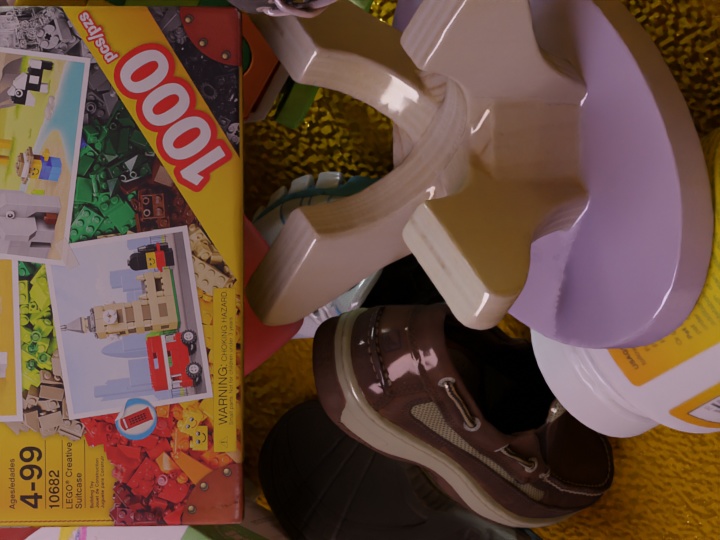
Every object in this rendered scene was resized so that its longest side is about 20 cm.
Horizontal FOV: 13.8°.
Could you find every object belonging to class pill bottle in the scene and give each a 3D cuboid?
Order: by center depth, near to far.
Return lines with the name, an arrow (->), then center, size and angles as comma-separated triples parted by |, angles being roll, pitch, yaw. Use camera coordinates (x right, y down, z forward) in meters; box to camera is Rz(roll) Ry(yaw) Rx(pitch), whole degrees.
pill bottle -> 0.160, -0.004, 1.203 | 0.109, 0.109, 0.200 | 48, 135, -9

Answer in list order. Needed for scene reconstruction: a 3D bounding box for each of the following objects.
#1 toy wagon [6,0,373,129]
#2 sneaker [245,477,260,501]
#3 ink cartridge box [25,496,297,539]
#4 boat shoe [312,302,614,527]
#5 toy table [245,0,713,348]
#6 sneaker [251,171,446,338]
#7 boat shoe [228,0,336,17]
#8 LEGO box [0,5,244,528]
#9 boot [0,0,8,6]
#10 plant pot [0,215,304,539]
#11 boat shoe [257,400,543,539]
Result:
toy wagon -> -0.087, -0.113, 1.299 | 0.155, 0.040, 0.200 | 25, 135, -7
sneaker -> -0.149, 0.137, 1.520 | 0.200, 0.070, 0.100 | -41, 87, 19
ink cartridge box -> -0.130, 0.111, 1.411 | 0.200, 0.117, 0.067 | 30, 97, 12
boat shoe -> 0.065, 0.063, 1.288 | 0.075, 0.075, 0.202 | -21, 155, 30
toy table -> 0.039, -0.052, 1.173 | 0.200, 0.117, 0.184 | 44, 121, 39
sneaker -> 0.000, 0.000, 1.327 | 0.200, 0.087, 0.075 | -20, 113, 43
boat shoe -> -0.039, -0.124, 1.137 | 0.200, 0.067, 0.057 | 32, 126, 54
LEGO box -> -0.120, -0.003, 1.166 | 0.148, 0.077, 0.201 | -1, 92, -4
boot -> -0.215, -0.088, 1.351 | 0.070, 0.146, 0.200 | 39, 134, 2
plant pot -> -0.152, 0.019, 1.291 | 0.200, 0.177, 0.200 | 41, 167, 11
boat shoe -> 0.031, 0.128, 1.397 | 0.201, 0.072, 0.066 | 30, 175, 42
